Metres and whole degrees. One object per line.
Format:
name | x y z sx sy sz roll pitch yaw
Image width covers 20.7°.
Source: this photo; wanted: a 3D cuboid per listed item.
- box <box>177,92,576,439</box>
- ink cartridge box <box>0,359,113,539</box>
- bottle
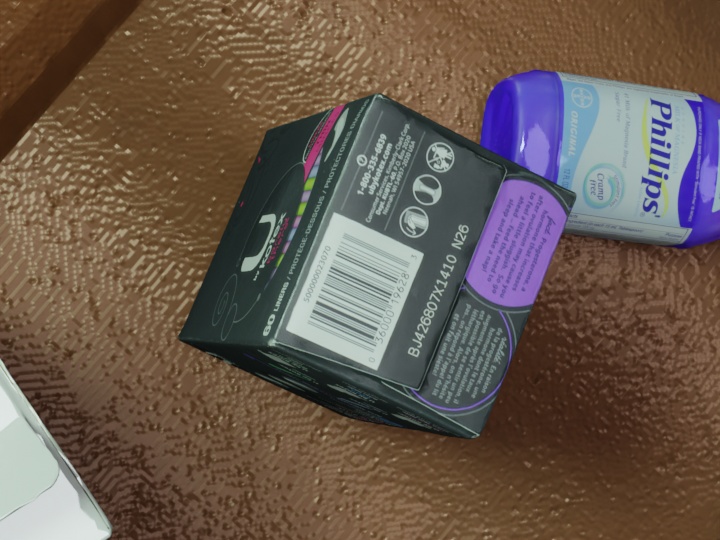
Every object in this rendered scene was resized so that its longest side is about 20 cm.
box | 0.000 0.000 0.925 0.106 0.200 0.123 25 81 -14
ink cartridge box | -0.203 0.092 0.861 0.128 0.200 0.126 -35 98 -15
bottle | 0.163 -0.054 1.046 0.199 0.065 0.084 8 85 -16
